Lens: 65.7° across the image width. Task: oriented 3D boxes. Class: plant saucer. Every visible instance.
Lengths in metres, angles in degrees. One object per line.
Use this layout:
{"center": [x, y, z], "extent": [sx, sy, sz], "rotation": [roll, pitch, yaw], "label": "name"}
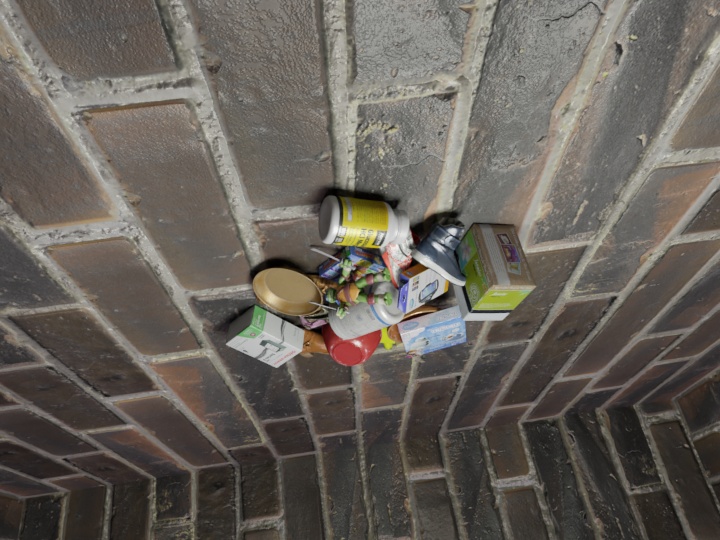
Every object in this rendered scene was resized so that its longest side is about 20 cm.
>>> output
{"center": [0.176, 0.162, 1.734], "extent": [0.199, 0.038, 0.200], "rotation": [-11, 147, -7], "label": "plant saucer"}
{"center": [-0.198, 0.050, 1.551], "extent": [0.199, 0.036, 0.201], "rotation": [9, 139, 8], "label": "plant saucer"}

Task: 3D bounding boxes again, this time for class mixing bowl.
{"center": [-0.033, 0.233, 1.790], "extent": [0.199, 0.109, 0.201], "rotation": [4, 126, 5], "label": "mixing bowl"}

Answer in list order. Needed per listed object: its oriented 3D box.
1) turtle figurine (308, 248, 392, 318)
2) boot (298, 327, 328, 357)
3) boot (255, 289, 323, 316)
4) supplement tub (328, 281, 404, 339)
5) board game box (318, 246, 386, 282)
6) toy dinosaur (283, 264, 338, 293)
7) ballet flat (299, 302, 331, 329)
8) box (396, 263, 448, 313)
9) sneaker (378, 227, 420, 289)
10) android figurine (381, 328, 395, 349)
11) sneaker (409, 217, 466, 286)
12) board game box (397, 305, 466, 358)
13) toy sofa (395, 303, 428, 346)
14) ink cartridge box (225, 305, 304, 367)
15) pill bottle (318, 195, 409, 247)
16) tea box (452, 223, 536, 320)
{"center": [-0.025, 0.046, 1.457], "extent": [0.193, 0.144, 0.200], "rotation": [-8, 134, 20], "label": "turtle figurine"}
{"center": [-0.153, 0.228, 1.885], "extent": [0.199, 0.074, 0.155], "rotation": [-24, 140, 13], "label": "boot"}
{"center": [-0.207, 0.094, 1.642], "extent": [0.199, 0.076, 0.074], "rotation": [0, 151, -12], "label": "boot"}
{"center": [0.018, 0.114, 1.612], "extent": [0.200, 0.132, 0.132], "rotation": [-23, 148, 39], "label": "supplement tub"}
{"center": [0.000, 0.000, 1.581], "extent": [0.200, 0.035, 0.135], "rotation": [20, 139, -40], "label": "board game box"}
{"center": [-0.141, 0.030, 1.592], "extent": [0.199, 0.061, 0.106], "rotation": [18, 131, -18], "label": "toy dinosaur"}
{"center": [-0.102, 0.128, 1.746], "extent": [0.199, 0.069, 0.071], "rotation": [-19, 129, 16], "label": "ballet flat"}
{"center": [0.169, 0.036, 1.535], "extent": [0.200, 0.041, 0.119], "rotation": [-23, 131, -34], "label": "box"}
{"center": [0.121, -0.030, 1.503], "extent": [0.108, 0.067, 0.202], "rotation": [-17, 131, 10], "label": "sneaker"}
{"center": [0.051, 0.185, 1.845], "extent": [0.181, 0.041, 0.200], "rotation": [0, 131, 16], "label": "android figurine"}
{"center": [0.242, -0.051, 1.460], "extent": [0.202, 0.077, 0.146], "rotation": [31, 97, -37], "label": "sneaker"}
{"center": [0.226, 0.194, 1.728], "extent": [0.199, 0.043, 0.199], "rotation": [-17, 147, 3], "label": "board game box"}
{"center": [0.184, 0.179, 1.884], "extent": [0.097, 0.083, 0.200], "rotation": [-3, 149, -20], "label": "toy sofa"}
{"center": [-0.297, 0.211, 1.759], "extent": [0.200, 0.084, 0.146], "rotation": [31, 131, -29], "label": "ink cartridge box"}
{"center": [0.009, -0.112, 1.323], "extent": [0.199, 0.113, 0.113], "rotation": [4, 147, -21], "label": "pill bottle"}
{"center": [0.352, 0.007, 1.533], "extent": [0.133, 0.201, 0.197], "rotation": [1, 146, -18], "label": "tea box"}
